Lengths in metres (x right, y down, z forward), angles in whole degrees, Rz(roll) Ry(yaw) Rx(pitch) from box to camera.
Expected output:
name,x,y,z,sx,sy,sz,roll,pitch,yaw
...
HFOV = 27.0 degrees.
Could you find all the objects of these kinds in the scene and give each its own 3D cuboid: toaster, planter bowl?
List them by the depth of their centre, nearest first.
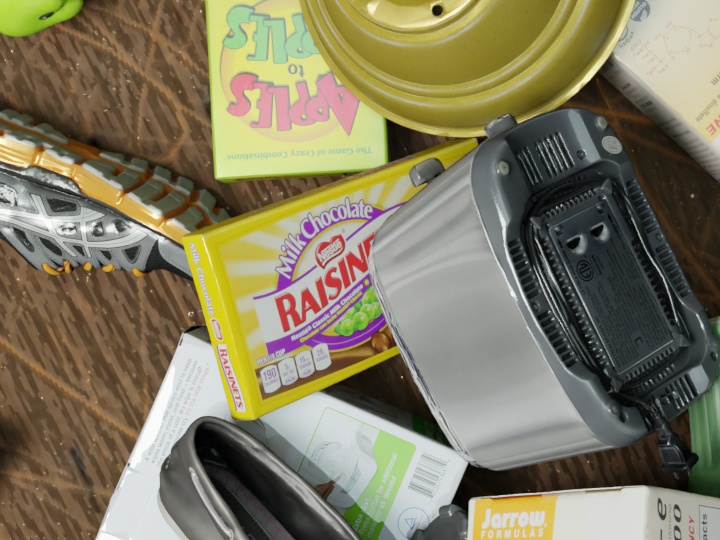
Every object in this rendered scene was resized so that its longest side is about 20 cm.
name,x,y,z,sx,sy,sz,roll,pitch,yaw
planter bowl,0.040,-0.168,0.780,0.200,0.083,0.201,3,99,22
toaster,0.094,0.023,0.786,0.114,0.129,0.200,-27,90,-37

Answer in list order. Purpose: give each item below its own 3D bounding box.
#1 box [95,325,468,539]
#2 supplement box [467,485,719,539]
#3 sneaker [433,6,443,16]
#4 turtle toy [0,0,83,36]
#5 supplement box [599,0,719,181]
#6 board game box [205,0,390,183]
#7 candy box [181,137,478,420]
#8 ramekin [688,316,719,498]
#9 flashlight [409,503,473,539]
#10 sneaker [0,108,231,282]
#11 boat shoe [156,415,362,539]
name,x,y,z,sx,sy,sz,roll,pitch,yaw
box,-0.057,0.157,0.861,0.176,0.097,0.200,22,91,2
supplement box,0.168,0.160,0.768,0.200,0.126,0.074,14,72,-33
sneaker,0.069,-0.192,0.857,0.075,0.088,0.200,0,91,3
turtle toy,-0.254,-0.188,0.851,0.200,0.146,0.101,6,111,1
supplement box,0.228,-0.120,0.852,0.200,0.074,0.126,42,92,0
board game box,-0.038,-0.155,0.880,0.101,0.048,0.200,-3,91,1
candy box,0.000,0.000,0.829,0.200,0.026,0.102,-23,100,-36
ramekin,0.269,0.064,0.804,0.200,0.200,0.098,-9,83,2
flashlight,0.109,0.196,0.833,0.200,0.068,0.068,39,95,-26
sneaker,-0.159,-0.030,0.879,0.200,0.078,0.077,23,105,5
boat shoe,-0.026,0.151,0.752,0.200,0.067,0.057,39,135,19
